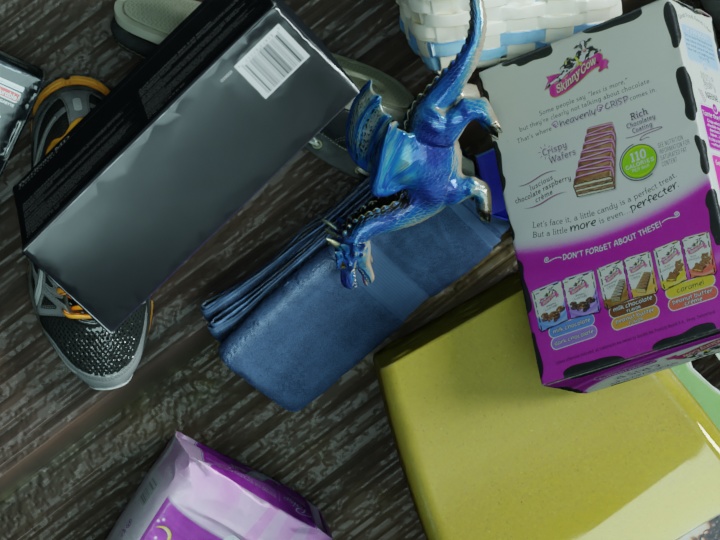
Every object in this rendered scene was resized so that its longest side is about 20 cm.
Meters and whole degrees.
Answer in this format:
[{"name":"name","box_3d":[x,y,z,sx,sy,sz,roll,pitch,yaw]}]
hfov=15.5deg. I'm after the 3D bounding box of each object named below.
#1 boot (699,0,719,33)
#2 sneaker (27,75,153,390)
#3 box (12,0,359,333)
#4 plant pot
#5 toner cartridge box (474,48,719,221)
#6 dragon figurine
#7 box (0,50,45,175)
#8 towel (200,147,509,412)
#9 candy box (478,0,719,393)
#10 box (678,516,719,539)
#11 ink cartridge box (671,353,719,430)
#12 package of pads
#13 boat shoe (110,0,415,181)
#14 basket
[{"name":"boot","box_3d":[0.243,-0.146,1.690,0.182,0.073,0.200,-37,112,-11]},{"name":"sneaker","box_3d":[-0.173,-0.018,1.658,0.078,0.077,0.201,-10,106,-7]},{"name":"box","box_3d":[-0.105,-0.075,1.541,0.200,0.141,0.079,-44,111,5]},{"name":"plant pot","box_3d":[0.109,0.100,1.675,0.200,0.200,0.177,-29,94,0]},{"name":"toner cartridge box","box_3d":[0.180,-0.081,1.638,0.200,0.095,0.043,-23,72,28]},{"name":"dragon figurine","box_3d":[0.027,-0.077,1.572,0.099,0.059,0.201,-4,124,-15]},{"name":"box","box_3d":[-0.317,-0.092,1.635,0.200,0.046,0.159,24,99,-13]},{"name":"towel","box_3d":[0.000,0.000,1.686,0.200,0.049,0.112,-41,140,4]},{"name":"candy box","box_3d":[0.157,-0.042,1.554,0.136,0.061,0.201,-19,73,30]},{"name":"box","box_3d":[0.167,0.226,1.778,0.200,0.049,0.082,-34,106,1]},{"name":"ink cartridge box","box_3d":[0.288,0.018,1.706,0.200,0.059,0.104,-34,76,2]},{"name":"package of pads","box_3d":[-0.120,0.215,1.721,0.120,0.076,0.200,31,97,-15]},{"name":"boat shoe","box_3d":[-0.067,-0.114,1.654,0.199,0.072,0.068,22,120,-12]},{"name":"basket","box_3d":[0.082,-0.228,1.610,0.176,0.139,0.201,-5,112,-8]}]
